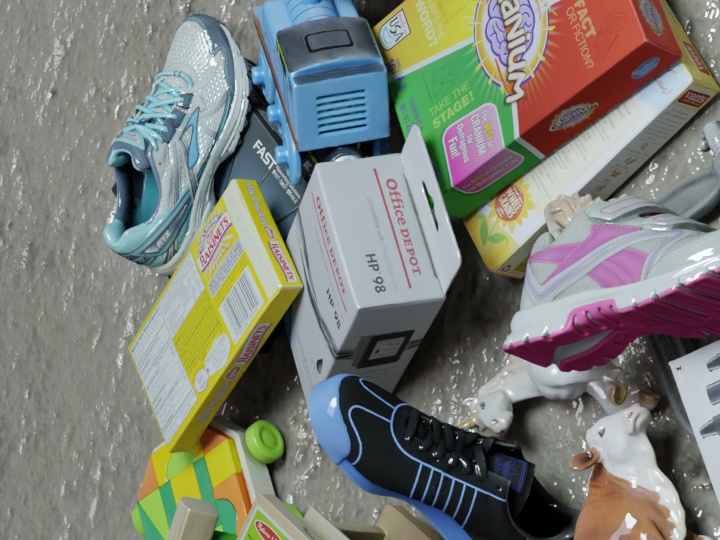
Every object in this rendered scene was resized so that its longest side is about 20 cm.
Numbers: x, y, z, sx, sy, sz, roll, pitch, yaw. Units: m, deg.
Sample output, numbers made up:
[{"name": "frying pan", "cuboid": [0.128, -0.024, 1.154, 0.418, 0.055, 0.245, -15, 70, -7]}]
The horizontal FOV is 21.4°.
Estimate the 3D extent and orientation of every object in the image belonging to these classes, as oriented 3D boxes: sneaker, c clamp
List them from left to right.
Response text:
[{"name": "sneaker", "cuboid": [-0.142, -0.098, 1.432, 0.077, 0.086, 0.202, 6, 86, 43]}, {"name": "sneaker", "cuboid": [0.058, 0.124, 1.223, 0.078, 0.200, 0.070, -31, 31, 37]}, {"name": "sneaker", "cuboid": [0.165, -0.006, 1.108, 0.199, 0.081, 0.089, -17, 62, 38]}, {"name": "c clamp", "cuboid": [0.234, 0.001, 1.177, 0.170, 0.027, 0.201, -32, 62, 37]}]

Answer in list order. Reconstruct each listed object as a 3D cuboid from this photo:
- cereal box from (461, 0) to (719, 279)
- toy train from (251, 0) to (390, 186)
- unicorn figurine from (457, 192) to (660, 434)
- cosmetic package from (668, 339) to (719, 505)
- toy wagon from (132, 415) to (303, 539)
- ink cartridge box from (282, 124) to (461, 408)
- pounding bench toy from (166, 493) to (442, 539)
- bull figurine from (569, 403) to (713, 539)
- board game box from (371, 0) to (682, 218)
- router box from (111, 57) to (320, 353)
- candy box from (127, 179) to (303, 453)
[{"name": "cereal box", "cuboid": [0.134, -0.111, 1.287, 0.200, 0.039, 0.144, -44, 54, 29]}, {"name": "toy train", "cuboid": [-0.029, -0.146, 1.378, 0.201, 0.086, 0.115, -108, 13, -49]}, {"name": "unicorn figurine", "cuboid": [0.132, 0.046, 1.241, 0.137, 0.074, 0.201, 18, 93, 53]}, {"name": "cosmetic package", "cuboid": [0.253, 0.132, 1.098, 0.082, 0.050, 0.201, -30, 71, 39]}, {"name": "toy wagon", "cuboid": [-0.107, 0.214, 1.458, 0.155, 0.039, 0.201, -36, 59, 34]}, {"name": "ink cartridge box", "cuboid": [0.000, 0.000, 1.314, 0.200, 0.066, 0.117, 115, 143, -57]}, {"name": "pounding bench toy", "cuboid": [-0.024, 0.221, 1.294, 0.200, 0.155, 0.125, 37, 108, 42]}, {"name": "bull figurine", "cuboid": [0.167, 0.187, 1.178, 0.121, 0.065, 0.201, 26, 101, 47]}, {"name": "board game box", "cuboid": [0.105, -0.153, 1.268, 0.200, 0.040, 0.154, -37, 56, 33]}, {"name": "router box", "cuboid": [-0.099, -0.056, 1.486, 0.150, 0.062, 0.200, -54, 50, 21]}, {"name": "candy box", "cuboid": [-0.111, 0.036, 1.409, 0.200, 0.026, 0.103, -54, 47, 39]}]
